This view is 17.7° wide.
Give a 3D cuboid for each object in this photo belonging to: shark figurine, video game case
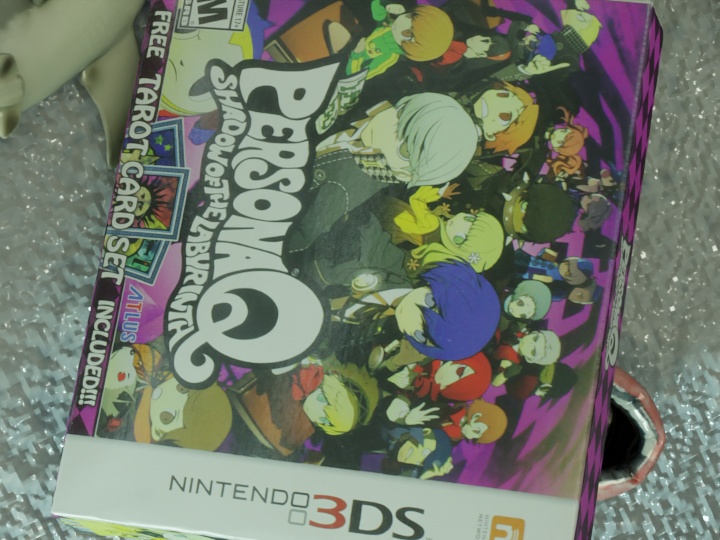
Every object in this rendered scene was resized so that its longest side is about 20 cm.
[{"bbox_3d":[-0.144,-0.085,0.786,0.089,0.214,0.129,22,123,25],"label":"shark figurine"},{"bbox_3d":[0.000,0.000,0.780,0.180,0.036,0.201,7,76,16],"label":"video game case"}]

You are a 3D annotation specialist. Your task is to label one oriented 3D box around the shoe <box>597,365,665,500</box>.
[{"bbox_3d":[0.009,0.032,0.822,0.199,0.091,0.072,18,89,-11],"label":"shoe"}]
